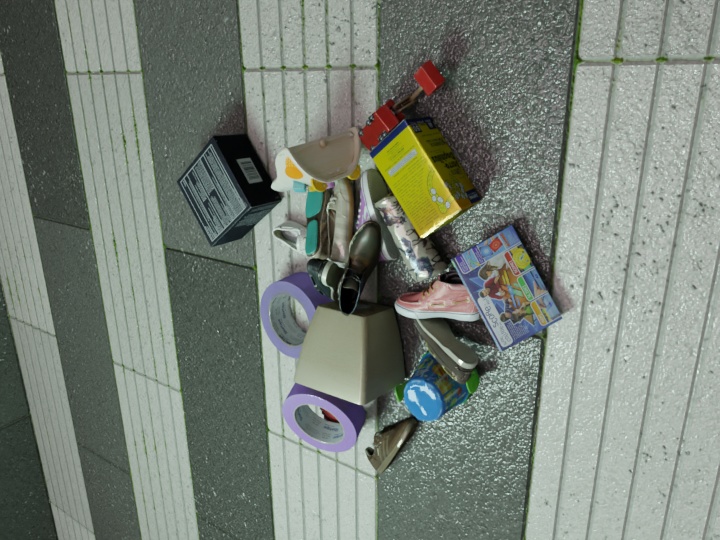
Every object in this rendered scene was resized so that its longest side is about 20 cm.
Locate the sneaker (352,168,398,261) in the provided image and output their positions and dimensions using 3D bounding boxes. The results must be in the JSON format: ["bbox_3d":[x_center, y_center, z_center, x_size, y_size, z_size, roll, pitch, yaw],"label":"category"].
[{"bbox_3d":[0.008,-0.117,1.228,0.112,0.072,0.205,-2,104,38],"label":"sneaker"}]

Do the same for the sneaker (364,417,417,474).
[{"bbox_3d":[0.067,0.420,1.365,0.075,0.070,0.202,39,123,19],"label":"sneaker"}]

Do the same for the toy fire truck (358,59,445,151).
[{"bbox_3d":[0.075,-0.317,1.093,0.049,0.141,0.200,49,167,-5],"label":"toy fire truck"}]

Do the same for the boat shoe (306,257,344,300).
[{"bbox_3d":[-0.081,0.017,1.270,0.065,0.199,0.076,19,83,12],"label":"boat shoe"}]

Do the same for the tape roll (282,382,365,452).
[{"bbox_3d":[-0.089,0.349,1.348,0.196,0.066,0.203,14,131,17],"label":"tape roll"}]

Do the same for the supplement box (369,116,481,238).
[{"bbox_3d":[0.129,-0.186,1.095,0.109,0.108,0.202,-35,85,38],"label":"supplement box"}]

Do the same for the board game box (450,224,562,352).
[{"bbox_3d":[0.279,0.034,1.069,0.133,0.034,0.203,-28,87,7],"label":"board game box"}]

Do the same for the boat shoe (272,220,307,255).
[{"bbox_3d":[-0.130,-0.065,1.342,0.197,0.069,0.072,18,114,28],"label":"boat shoe"}]

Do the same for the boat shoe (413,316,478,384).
[{"bbox_3d":[0.170,0.155,1.174,0.200,0.071,0.061,47,132,43],"label":"boat shoe"}]

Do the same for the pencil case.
[{"bbox_3d":[0.108,-0.071,1.158,0.077,0.089,0.203,-27,94,28],"label":"pencil case"}]

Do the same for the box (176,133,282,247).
[{"bbox_3d":[-0.335,-0.203,1.407,0.197,0.122,0.203,-33,84,36],"label":"box"}]

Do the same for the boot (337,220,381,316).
[{"bbox_3d":[0.000,0.000,1.174,0.073,0.098,0.203,15,119,-7],"label":"boot"}]

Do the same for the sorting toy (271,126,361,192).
[{"bbox_3d":[-0.108,-0.217,1.215,0.178,0.198,0.109,-14,100,53],"label":"sorting toy"}]

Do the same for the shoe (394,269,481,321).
[{"bbox_3d":[0.159,0.047,1.168,0.196,0.072,0.093,3,120,29],"label":"shoe"}]

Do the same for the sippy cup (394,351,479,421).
[{"bbox_3d":[0.162,0.255,1.206,0.139,0.130,0.180,41,124,16],"label":"sippy cup"}]

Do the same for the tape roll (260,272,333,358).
[{"bbox_3d":[-0.157,0.113,1.412,0.196,0.084,0.205,12,111,32],"label":"tape roll"}]

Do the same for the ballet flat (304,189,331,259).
[{"bbox_3d":[-0.093,-0.114,1.291,0.067,0.067,0.205,-12,65,39],"label":"ballet flat"}]

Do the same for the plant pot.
[{"bbox_3d":[-0.017,0.169,1.274,0.196,0.199,0.182,10,102,32],"label":"plant pot"}]

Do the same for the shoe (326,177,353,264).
[{"bbox_3d":[-0.048,-0.117,1.236,0.070,0.052,0.205,155,114,-68],"label":"shoe"}]

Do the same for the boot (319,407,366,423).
[{"bbox_3d":[-0.090,0.379,1.465,0.198,0.072,0.146,36,124,16],"label":"boot"}]
